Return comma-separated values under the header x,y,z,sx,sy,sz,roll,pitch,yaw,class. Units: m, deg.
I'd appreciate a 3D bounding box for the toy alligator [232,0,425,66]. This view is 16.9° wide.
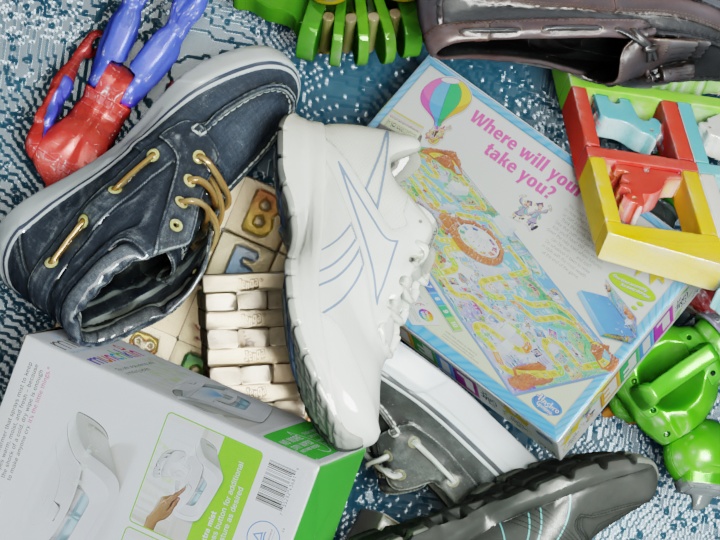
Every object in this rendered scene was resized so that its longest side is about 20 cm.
x,y,z,sx,sy,sz,roll,pitch,yaw,class
0.029,-0.141,1.346,0.198,0.059,0.055,-3,61,-8,toy alligator

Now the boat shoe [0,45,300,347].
x,y,z,sx,sy,sz,roll,pitch,yaw,class
-0.095,-0.036,1.298,0.200,0.091,0.071,-38,137,-14,boat shoe

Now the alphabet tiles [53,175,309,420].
x,y,z,sx,sy,sz,roll,pitch,yaw,class
-0.088,0.044,1.363,0.165,0.006,0.201,23,86,-7,alphabet tiles

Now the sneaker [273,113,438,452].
x,y,z,sx,sy,sz,roll,pitch,yaw,class
0.000,0.000,1.268,0.086,0.075,0.201,-3,60,-1,sneaker

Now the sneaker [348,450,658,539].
x,y,z,sx,sy,sz,roll,pitch,yaw,class
0.073,0.154,1.287,0.199,0.075,0.080,-21,94,-16,sneaker

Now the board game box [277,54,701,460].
x,y,z,sx,sy,sz,roll,pitch,yaw,class
0.073,-0.010,1.326,0.200,0.034,0.135,38,78,20,board game box

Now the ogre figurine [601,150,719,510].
x,y,z,sx,sy,sz,roll,pitch,yaw,class
0.191,0.042,1.360,0.120,0.098,0.201,-33,106,-19,ogre figurine

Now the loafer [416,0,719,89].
x,y,z,sx,sy,sz,roll,pitch,yaw,class
0.122,-0.123,1.315,0.199,0.072,0.063,12,61,-15,loafer

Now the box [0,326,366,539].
x,y,z,sx,sy,sz,roll,pitch,yaw,class
-0.119,0.154,1.270,0.175,0.097,0.201,21,98,14,box

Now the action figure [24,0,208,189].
x,y,z,sx,sy,sz,roll,pitch,yaw,class
-0.129,-0.110,1.338,0.065,0.052,0.201,31,90,-1,action figure

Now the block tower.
x,y,z,sx,sy,sz,roll,pitch,yaw,class
-0.057,0.101,1.338,0.054,0.058,0.202,-3,92,-8,block tower

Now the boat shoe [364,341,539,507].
x,y,z,sx,sy,sz,roll,pitch,yaw,class
0.036,0.096,1.338,0.200,0.072,0.071,41,86,-17,boat shoe

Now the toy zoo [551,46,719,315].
x,y,z,sx,sy,sz,roll,pitch,yaw,class
0.180,-0.052,1.320,0.130,0.201,0.021,8,131,-14,toy zoo

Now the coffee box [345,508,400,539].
x,y,z,sx,sy,sz,roll,pitch,yaw,class
0.066,0.230,1.347,0.199,0.080,0.114,30,83,-7,coffee box
